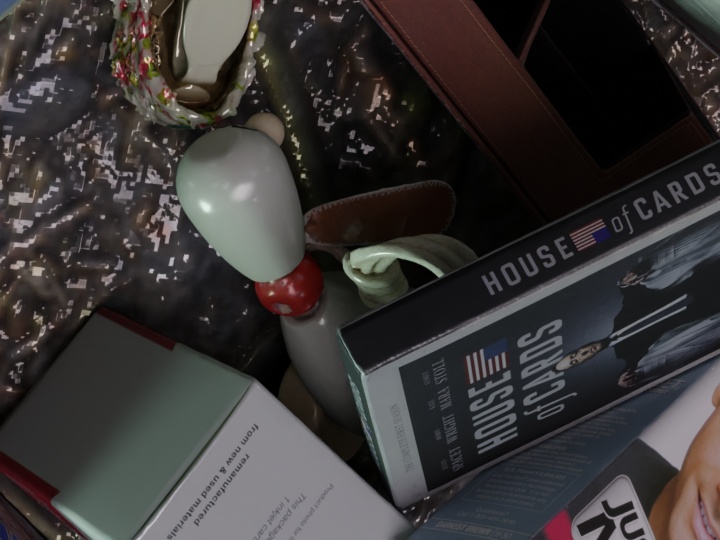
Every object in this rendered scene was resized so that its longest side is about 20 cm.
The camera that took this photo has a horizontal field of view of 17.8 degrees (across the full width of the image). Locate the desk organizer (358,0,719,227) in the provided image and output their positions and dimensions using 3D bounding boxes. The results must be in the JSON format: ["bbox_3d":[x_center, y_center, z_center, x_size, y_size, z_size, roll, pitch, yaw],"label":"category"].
[{"bbox_3d":[0.079,-0.078,0.936,0.077,0.072,0.200,-34,121,12],"label":"desk organizer"}]

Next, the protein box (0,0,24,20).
[{"bbox_3d":[-0.208,-0.161,0.762,0.198,0.135,0.200,-39,120,-1],"label":"protein box"}]

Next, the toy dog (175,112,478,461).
[{"bbox_3d":[0.000,0.000,0.933,0.132,0.096,0.200,13,147,13],"label":"toy dog"}]

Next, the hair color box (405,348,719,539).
[{"bbox_3d":[0.114,0.097,0.923,0.200,0.061,0.099,-39,116,-34],"label":"hair color box"}]

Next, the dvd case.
[{"bbox_3d":[0.091,0.013,0.841,0.200,0.025,0.150,-27,156,-5],"label":"dvd case"}]

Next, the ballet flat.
[{"bbox_3d":[-0.052,-0.144,0.870,0.076,0.064,0.200,-2,113,-19],"label":"ballet flat"}]

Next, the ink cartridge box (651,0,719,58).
[{"bbox_3d":[0.184,-0.112,0.894,0.146,0.200,0.086,34,96,-30],"label":"ink cartridge box"}]

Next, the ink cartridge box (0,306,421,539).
[{"bbox_3d":[-0.036,0.117,0.940,0.200,0.146,0.083,45,77,-30],"label":"ink cartridge box"}]

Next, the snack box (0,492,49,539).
[{"bbox_3d":[-0.150,0.114,0.943,0.024,0.072,0.200,-39,120,1],"label":"snack box"}]
